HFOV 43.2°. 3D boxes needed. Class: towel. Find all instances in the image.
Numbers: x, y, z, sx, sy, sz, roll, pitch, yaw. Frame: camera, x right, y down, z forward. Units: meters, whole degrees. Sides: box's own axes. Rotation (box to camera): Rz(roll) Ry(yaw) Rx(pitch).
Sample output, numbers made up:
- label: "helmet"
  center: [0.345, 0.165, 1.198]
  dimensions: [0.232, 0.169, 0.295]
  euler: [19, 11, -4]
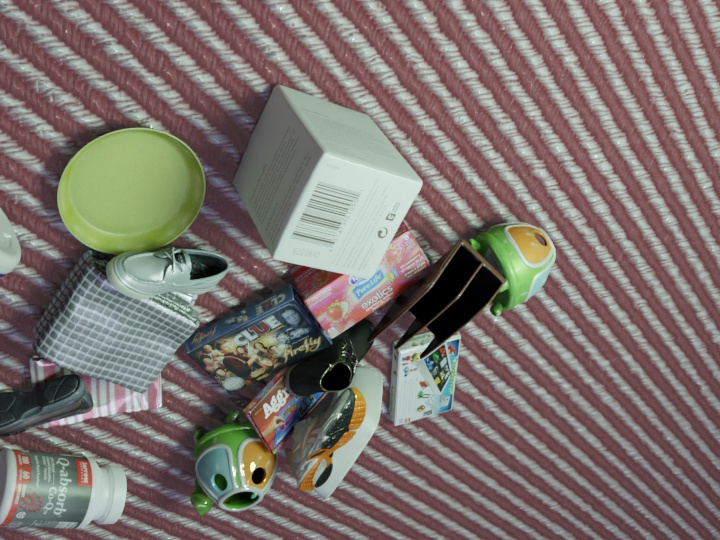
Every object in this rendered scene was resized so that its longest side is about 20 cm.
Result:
- label: "towel"
  center: [-0.410, 0.176, 1.420]
  dimensions: [0.198, 0.030, 0.148]
  euler: [-9, 129, -22]
- label: "towel"
  center: [-0.348, 0.080, 1.319]
  dimensions: [0.199, 0.086, 0.166]
  euler: [28, 106, -34]

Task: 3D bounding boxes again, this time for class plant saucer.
- label: "plant saucer"
  center: [-0.311, -0.111, 1.237]
  dimensions: [0.198, 0.031, 0.201]
  euler: [-15, 132, -16]

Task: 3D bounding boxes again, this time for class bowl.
- label: "bowl"
  center: [-0.040, 0.271, 1.600]
  dimensions: [0.074, 0.200, 0.201]
  euler: [30, 113, -9]

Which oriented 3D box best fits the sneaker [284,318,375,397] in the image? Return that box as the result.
- label: "sneaker"
  center: [-0.022, 0.148, 1.506]
  dimensions: [0.200, 0.106, 0.075]
  euler: [-38, 109, -34]

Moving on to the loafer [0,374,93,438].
- label: "loafer"
  center: [-0.498, 0.217, 1.361]
  dimensions: [0.198, 0.072, 0.063]
  euler: [-18, 132, 2]

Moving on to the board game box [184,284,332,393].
- label: "board game box"
  center: [-0.164, 0.114, 1.468]
  dimensions: [0.199, 0.035, 0.136]
  euler: [-27, 135, 11]

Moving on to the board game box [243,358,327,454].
- label: "board game box"
  center: [-0.106, 0.201, 1.530]
  dimensions: [0.200, 0.019, 0.104]
  euler: [-47, 128, -29]

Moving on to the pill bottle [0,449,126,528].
- label: "pill bottle"
  center: [-0.489, 0.354, 1.464]
  dimensions: [0.199, 0.116, 0.116]
  euler: [14, 119, -36]

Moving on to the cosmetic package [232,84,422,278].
- label: "cosmetic package"
  center: [-0.051, -0.121, 1.248]
  dimensions: [0.164, 0.201, 0.166]
  euler: [12, 120, -34]

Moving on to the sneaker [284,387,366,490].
- label: "sneaker"
  center: [-0.068, 0.260, 1.485]
  dimensions: [0.075, 0.092, 0.201]
  euler: [9, 119, -48]

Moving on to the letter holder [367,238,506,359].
- label: "letter holder"
  center: [0.117, 0.068, 1.468]
  dimensions: [0.142, 0.101, 0.200]
  euler: [-48, -178, -43]

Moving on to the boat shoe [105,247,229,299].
- label: "boat shoe"
  center: [-0.266, -0.006, 1.285]
  dimensions: [0.071, 0.071, 0.200]
  euler: [-33, 161, 29]

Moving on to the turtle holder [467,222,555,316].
- label: "turtle holder"
  center: [0.261, 0.000, 1.556]
  dimensions: [0.131, 0.141, 0.187]
  euler: [-25, 132, -13]

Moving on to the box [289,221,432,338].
- label: "box"
  center: [0.000, 0.000, 1.438]
  dimensions: [0.199, 0.100, 0.096]
  euler: [-33, 126, 1]

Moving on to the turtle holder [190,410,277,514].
- label: "turtle holder"
  center: [-0.229, 0.341, 1.563]
  dimensions: [0.184, 0.133, 0.141]
  euler: [-19, 142, 8]

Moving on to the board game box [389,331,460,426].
- label: "board game box"
  center: [0.120, 0.201, 1.718]
  dimensions: [0.125, 0.035, 0.202]
  euler: [-13, 131, -18]

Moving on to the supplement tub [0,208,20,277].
- label: "supplement tub"
  center: [-0.540, -0.013, 1.115]
  dimensions: [0.199, 0.146, 0.146]
  euler: [-34, 134, 1]
